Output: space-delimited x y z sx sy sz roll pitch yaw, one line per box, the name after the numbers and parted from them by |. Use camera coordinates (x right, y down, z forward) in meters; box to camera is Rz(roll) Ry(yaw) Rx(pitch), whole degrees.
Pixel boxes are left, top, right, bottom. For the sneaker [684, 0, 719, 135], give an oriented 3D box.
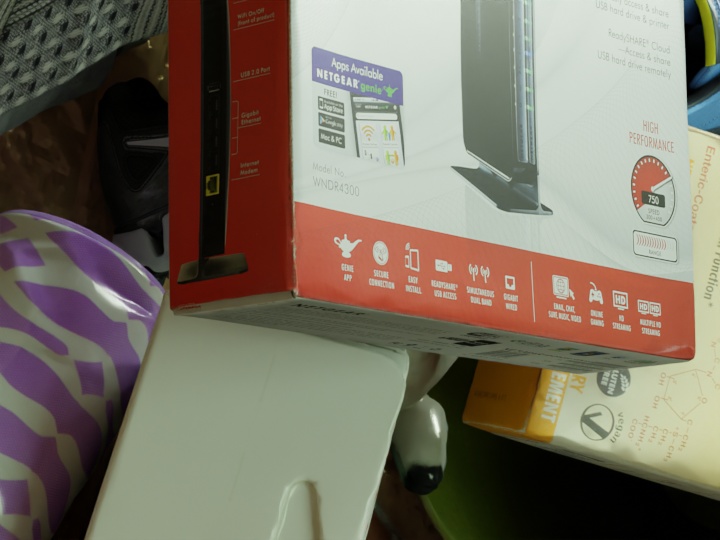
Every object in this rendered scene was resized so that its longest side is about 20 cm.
0.157 -0.089 1.063 0.200 0.078 0.066 -25 73 -25 | sneaker

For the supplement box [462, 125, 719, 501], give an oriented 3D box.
0.153 0.026 0.989 0.200 0.074 0.126 16 85 -15 | supplement box

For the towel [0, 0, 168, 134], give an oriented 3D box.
-0.084 -0.106 0.857 0.035 0.200 0.193 45 43 8 | towel

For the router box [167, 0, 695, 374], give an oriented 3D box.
0.025 -0.067 0.813 0.200 0.049 0.180 9 76 -49 | router box

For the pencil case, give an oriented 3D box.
-0.138 0.069 0.860 0.200 0.085 0.084 -57 175 -36 | pencil case

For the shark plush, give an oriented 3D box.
0.000 0.000 1.034 0.200 0.083 0.091 -70 152 -49 | shark plush

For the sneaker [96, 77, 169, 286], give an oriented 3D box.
-0.010 -0.061 0.945 0.066 0.200 0.091 -21 93 -72 | sneaker

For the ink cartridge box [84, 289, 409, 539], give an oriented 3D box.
-0.047 0.108 0.887 0.200 0.084 0.146 102 4 -70 | ink cartridge box

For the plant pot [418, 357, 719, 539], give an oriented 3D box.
0.142 0.066 1.165 0.200 0.187 0.188 22 72 -64 | plant pot
